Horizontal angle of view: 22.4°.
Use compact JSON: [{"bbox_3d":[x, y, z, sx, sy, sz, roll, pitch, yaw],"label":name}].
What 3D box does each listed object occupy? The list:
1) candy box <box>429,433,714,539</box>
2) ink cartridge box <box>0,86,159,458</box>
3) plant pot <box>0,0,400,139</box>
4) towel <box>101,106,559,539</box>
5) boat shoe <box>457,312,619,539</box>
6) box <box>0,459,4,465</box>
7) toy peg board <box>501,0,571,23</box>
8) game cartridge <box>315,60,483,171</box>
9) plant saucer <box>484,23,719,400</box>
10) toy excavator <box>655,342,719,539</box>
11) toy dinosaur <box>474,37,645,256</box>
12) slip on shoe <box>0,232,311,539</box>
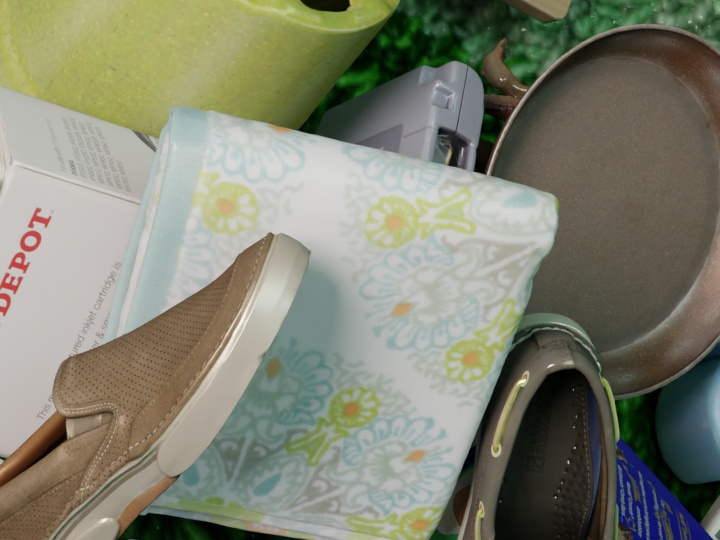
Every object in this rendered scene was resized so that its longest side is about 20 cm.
[{"bbox_3d":[0.110,0.140,0.957,0.200,0.077,0.169,47,18,-12],"label":"candy box"},{"bbox_3d":[-0.106,0.017,0.845,0.199,0.147,0.083,18,25,-29],"label":"ink cartridge box"},{"bbox_3d":[-0.074,-0.133,0.890,0.199,0.184,0.202,17,59,-30],"label":"plant pot"},{"bbox_3d":[-0.025,0.033,0.791,0.170,0.201,0.048,10,32,-15],"label":"towel"},{"bbox_3d":[0.081,0.125,0.831,0.071,0.060,0.204,1,102,-5],"label":"boat shoe"},{"bbox_3d":[-0.185,0.187,0.781,0.068,0.082,0.201,33,57,-22],"label":"box"},{"bbox_3d":[0.051,-0.277,1.110,0.199,0.098,0.201,24,78,-25],"label":"toy peg board"},{"bbox_3d":[0.000,0.000,0.938,0.040,0.133,0.202,24,67,-32],"label":"game cartridge"},{"bbox_3d":[0.138,-0.032,0.972,0.199,0.032,0.202,-7,104,-29],"label":"plant saucer"},{"bbox_3d":[0.229,0.125,1.092,0.200,0.100,0.195,-42,98,-23],"label":"toy excavator"},{"bbox_3d":[0.109,-0.043,1.022,0.086,0.200,0.135,-41,58,-12],"label":"toy dinosaur"},{"bbox_3d":[-0.095,0.055,0.730,0.060,0.200,0.076,36,28,-9],"label":"slip on shoe"}]
